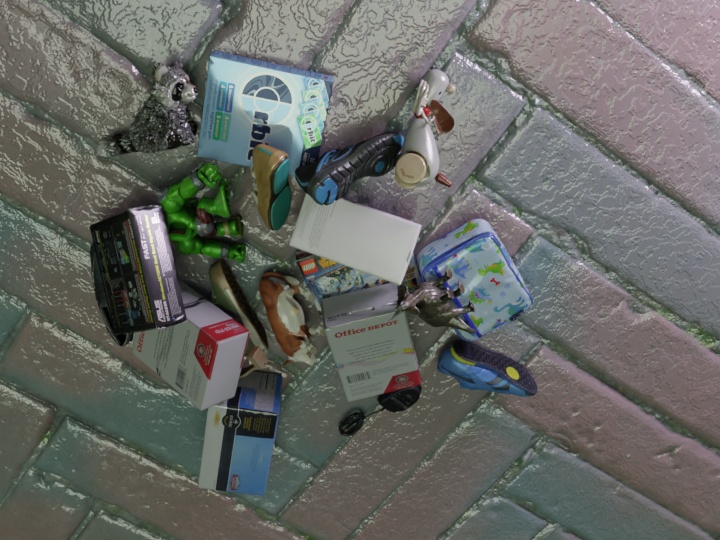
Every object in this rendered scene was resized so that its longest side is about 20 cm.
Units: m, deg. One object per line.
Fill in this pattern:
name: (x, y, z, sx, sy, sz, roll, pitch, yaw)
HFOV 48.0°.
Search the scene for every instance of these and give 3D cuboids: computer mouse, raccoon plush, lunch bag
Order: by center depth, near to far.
raccoon plush: (-0.350, -0.258, 1.296, 0.199, 0.097, 0.134, -10, 108, 4)
lunch bag: (0.200, 0.023, 1.439, 0.160, 0.083, 0.200, -28, 120, 10)
computer mouse: (0.036, 0.269, 1.594, 0.200, 0.034, 0.059, -32, 129, 19)

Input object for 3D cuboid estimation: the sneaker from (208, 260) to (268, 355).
sneaker: (-0.247, 0.081, 1.467, 0.090, 0.067, 0.201, -22, 121, 6)

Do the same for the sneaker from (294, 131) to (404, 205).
sneaker: (-0.016, -0.184, 1.327, 0.200, 0.082, 0.073, -29, 136, -25)

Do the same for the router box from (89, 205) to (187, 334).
router box: (-0.373, 0.002, 1.353, 0.150, 0.062, 0.201, -10, 94, 47)

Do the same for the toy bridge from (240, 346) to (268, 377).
toy bridge: (-0.246, 0.169, 1.486, 0.199, 0.027, 0.067, -4, 132, 37)

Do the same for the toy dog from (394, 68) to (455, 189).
toy dog: (0.121, -0.213, 1.307, 0.096, 0.132, 0.201, 17, 115, 2)

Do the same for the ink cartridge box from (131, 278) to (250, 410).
ink cartridge box: (-0.303, 0.126, 1.427, 0.200, 0.084, 0.145, 32, 118, 28)

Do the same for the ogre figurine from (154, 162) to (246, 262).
ogre figurine: (-0.271, -0.089, 1.367, 0.119, 0.098, 0.200, -7, 153, 4)

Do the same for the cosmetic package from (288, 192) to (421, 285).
cosmetic package: (-0.007, -0.059, 1.364, 0.199, 0.085, 0.108, 21, 97, 3)

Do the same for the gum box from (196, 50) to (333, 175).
gum box: (-0.157, -0.253, 1.325, 0.199, 0.045, 0.170, 10, 116, -6)

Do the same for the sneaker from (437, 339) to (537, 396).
sneaker: (0.241, 0.201, 1.549, 0.200, 0.066, 0.079, 24, 125, -12)

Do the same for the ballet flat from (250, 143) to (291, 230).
ballet flat: (-0.151, -0.142, 1.344, 0.063, 0.069, 0.200, 32, 150, 12)

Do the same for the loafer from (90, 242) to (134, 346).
loafer: (-0.439, 0.041, 1.445, 0.068, 0.070, 0.201, -7, 116, 1)

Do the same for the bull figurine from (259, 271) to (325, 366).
bull figurine: (-0.122, 0.095, 1.463, 0.121, 0.065, 0.201, -2, 118, 48)

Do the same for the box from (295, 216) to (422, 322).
box: (0.000, 0.000, 1.454, 0.199, 0.040, 0.137, -18, 116, 7)

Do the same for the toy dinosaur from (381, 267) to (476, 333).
toy dinosaur: (0.129, 0.058, 1.375, 0.102, 0.077, 0.200, -27, 146, 27)

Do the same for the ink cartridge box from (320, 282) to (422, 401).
ink cartridge box: (0.021, 0.130, 1.465, 0.145, 0.083, 0.200, -13, 130, 2)

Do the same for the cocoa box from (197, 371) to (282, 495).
cocoa box: (-0.228, 0.306, 1.544, 0.131, 0.133, 0.201, 9, 115, -6)
